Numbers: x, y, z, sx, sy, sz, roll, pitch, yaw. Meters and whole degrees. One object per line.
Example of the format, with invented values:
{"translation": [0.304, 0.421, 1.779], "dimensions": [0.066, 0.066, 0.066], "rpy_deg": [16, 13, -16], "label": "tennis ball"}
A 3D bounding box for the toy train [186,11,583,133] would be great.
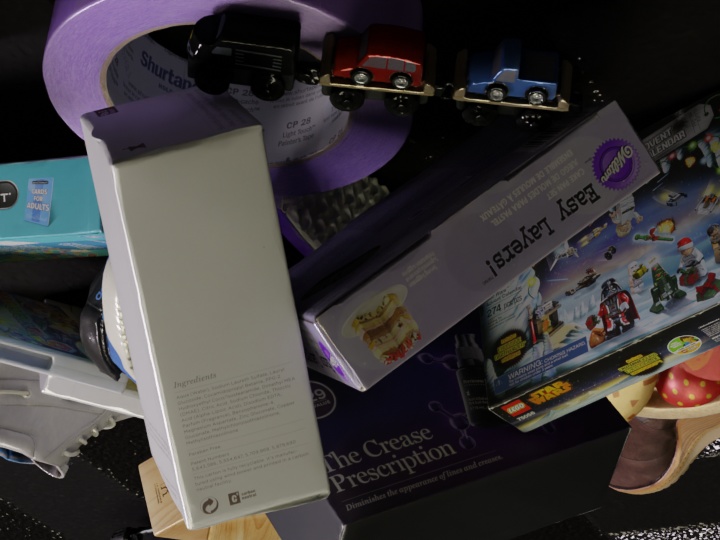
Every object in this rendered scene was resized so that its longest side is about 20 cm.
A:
{"translation": [0.013, -0.102, 0.953], "dimensions": [0.199, 0.034, 0.046], "rpy_deg": [7, 139, 0], "label": "toy train"}

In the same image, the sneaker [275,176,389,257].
{"translation": [0.000, 0.001, 1.232], "dimensions": [0.099, 0.070, 0.200], "rpy_deg": [-19, 142, 42], "label": "sneaker"}

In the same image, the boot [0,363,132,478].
{"translation": [-0.214, 0.107, 1.417], "dimensions": [0.200, 0.096, 0.073], "rpy_deg": [16, 161, -35], "label": "boot"}

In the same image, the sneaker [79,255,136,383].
{"translation": [-0.130, 0.021, 1.127], "dimensions": [0.111, 0.077, 0.200], "rpy_deg": [37, 166, 30], "label": "sneaker"}

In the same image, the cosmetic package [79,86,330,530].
{"translation": [-0.080, 0.015, 0.980], "dimensions": [0.081, 0.113, 0.200], "rpy_deg": [-13, 112, -13], "label": "cosmetic package"}

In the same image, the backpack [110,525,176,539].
{"translation": [-0.130, 0.321, 1.708], "dimensions": [0.177, 0.201, 0.150], "rpy_deg": [-20, 161, 38], "label": "backpack"}

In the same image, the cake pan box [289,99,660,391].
{"translation": [0.046, -0.020, 1.021], "dimensions": [0.052, 0.200, 0.184], "rpy_deg": [56, 169, -11], "label": "cake pan box"}

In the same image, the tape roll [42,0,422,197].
{"translation": [-0.068, -0.118, 1.037], "dimensions": [0.200, 0.066, 0.200], "rpy_deg": [6, 151, 3], "label": "tape roll"}

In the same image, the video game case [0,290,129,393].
{"translation": [-0.258, 0.026, 1.217], "dimensions": [0.200, 0.018, 0.143], "rpy_deg": [18, -173, -29], "label": "video game case"}

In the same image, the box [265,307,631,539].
{"translation": [0.035, 0.095, 1.137], "dimensions": [0.200, 0.141, 0.079], "rpy_deg": [-15, 137, -29], "label": "box"}

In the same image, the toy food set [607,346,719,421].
{"translation": [0.187, 0.029, 1.217], "dimensions": [0.199, 0.049, 0.198], "rpy_deg": [2, 132, 11], "label": "toy food set"}

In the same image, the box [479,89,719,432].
{"translation": [0.155, -0.009, 1.078], "dimensions": [0.200, 0.137, 0.040], "rpy_deg": [-28, 136, 29], "label": "box"}

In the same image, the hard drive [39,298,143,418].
{"translation": [-0.127, 0.077, 1.355], "dimensions": [0.200, 0.132, 0.027], "rpy_deg": [17, 106, -17], "label": "hard drive"}

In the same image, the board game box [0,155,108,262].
{"translation": [-0.216, -0.034, 1.177], "dimensions": [0.199, 0.047, 0.151], "rpy_deg": [-3, 176, 18], "label": "board game box"}

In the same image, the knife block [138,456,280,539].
{"translation": [-0.078, 0.153, 1.518], "dimensions": [0.175, 0.064, 0.200], "rpy_deg": [-29, 152, 27], "label": "knife block"}

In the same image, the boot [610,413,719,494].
{"translation": [0.178, 0.081, 1.368], "dimensions": [0.166, 0.072, 0.200], "rpy_deg": [29, 147, -13], "label": "boot"}
